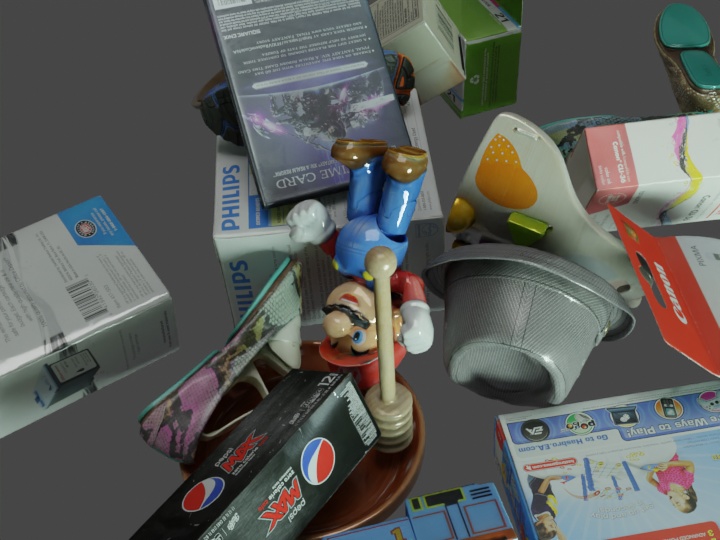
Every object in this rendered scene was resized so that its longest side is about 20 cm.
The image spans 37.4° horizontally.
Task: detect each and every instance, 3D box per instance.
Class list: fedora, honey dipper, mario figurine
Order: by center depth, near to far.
[{"bbox_3d":[0.020,0.059,0.775,0.038,0.201,0.038,-1,44,1],"label":"honey dipper"},{"bbox_3d":[0.000,0.000,0.848,0.105,0.201,0.123,1,13,-17],"label":"mario figurine"},{"bbox_3d":[0.125,0.056,0.858,0.176,0.200,0.091,17,71,2],"label":"fedora"}]

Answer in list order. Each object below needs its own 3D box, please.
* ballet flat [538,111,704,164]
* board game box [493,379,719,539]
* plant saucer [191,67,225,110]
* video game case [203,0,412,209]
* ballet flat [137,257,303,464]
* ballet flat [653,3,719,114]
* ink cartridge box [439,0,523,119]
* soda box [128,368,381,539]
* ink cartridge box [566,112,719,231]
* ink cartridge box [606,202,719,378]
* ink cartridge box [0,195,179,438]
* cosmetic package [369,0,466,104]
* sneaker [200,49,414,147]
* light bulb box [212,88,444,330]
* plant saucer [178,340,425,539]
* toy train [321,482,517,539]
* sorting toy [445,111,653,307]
[{"bbox_3d":[0.274,-0.124,1.099,0.199,0.075,0.074,-7,43,1],"label":"ballet flat"},{"bbox_3d":[0.218,0.183,0.782,0.199,0.056,0.196,-8,44,-5],"label":"board game box"},{"bbox_3d":[-0.086,-0.219,1.093,0.199,0.030,0.200,-30,21,13],"label":"plant saucer"},{"bbox_3d":[-0.043,-0.164,0.924,0.142,0.019,0.201,-14,82,-16],"label":"video game case"},{"bbox_3d":[-0.094,0.078,0.868,0.071,0.069,0.200,39,62,3],"label":"ballet flat"},{"bbox_3d":[0.368,-0.229,1.200,0.070,0.066,0.201,2,41,4],"label":"ballet flat"},{"bbox_3d":[0.116,-0.298,1.191,0.075,0.201,0.148,-17,45,-14],"label":"ink cartridge box"},{"bbox_3d":[-0.074,0.158,0.762,0.071,0.064,0.200,-1,34,46],"label":"soda box"},{"bbox_3d":[0.303,-0.093,1.014,0.199,0.117,0.068,-7,71,-3],"label":"ink cartridge box"},{"bbox_3d":[0.296,0.030,0.858,0.057,0.200,0.163,-37,38,24],"label":"ink cartridge box"},{"bbox_3d":[-0.282,0.041,0.934,0.199,0.086,0.147,-27,56,-21],"label":"ink cartridge box"},{"bbox_3d":[0.004,-0.207,1.120,0.199,0.087,0.104,-26,38,23],"label":"cosmetic package"},{"bbox_3d":[-0.052,-0.163,0.985,0.199,0.076,0.078,-13,29,-17],"label":"sneaker"},{"bbox_3d":[-0.031,-0.060,1.005,0.199,0.125,0.199,-6,44,-1],"label":"light bulb box"},{"bbox_3d":[-0.047,0.140,0.863,0.199,0.032,0.201,-2,43,2],"label":"plant saucer"},{"bbox_3d":[0.025,0.223,0.737,0.199,0.087,0.114,-12,35,-6],"label":"toy train"},{"bbox_3d":[0.177,-0.027,0.946,0.180,0.200,0.107,32,86,14],"label":"sorting toy"}]
